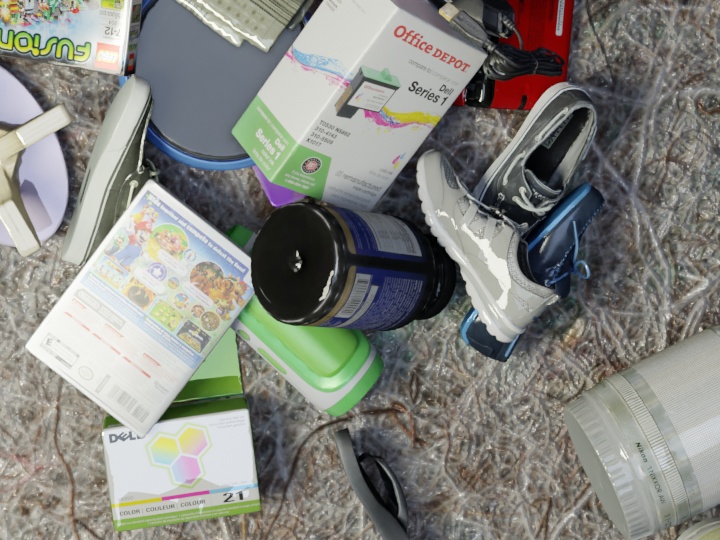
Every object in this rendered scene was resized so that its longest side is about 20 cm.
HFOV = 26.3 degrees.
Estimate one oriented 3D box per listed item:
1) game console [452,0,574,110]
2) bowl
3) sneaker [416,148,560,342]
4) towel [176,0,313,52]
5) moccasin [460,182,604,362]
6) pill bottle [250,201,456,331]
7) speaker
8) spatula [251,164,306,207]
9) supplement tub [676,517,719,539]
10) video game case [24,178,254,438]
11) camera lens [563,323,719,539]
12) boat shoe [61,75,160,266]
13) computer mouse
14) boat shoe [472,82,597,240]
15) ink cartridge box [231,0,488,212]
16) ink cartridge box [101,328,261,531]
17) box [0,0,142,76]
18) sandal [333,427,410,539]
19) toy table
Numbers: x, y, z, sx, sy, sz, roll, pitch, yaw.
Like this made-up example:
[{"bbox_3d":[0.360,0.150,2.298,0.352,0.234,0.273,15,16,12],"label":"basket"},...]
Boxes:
[{"bbox_3d":[0.113,-0.263,1.514,0.171,0.118,0.202,-2,101,-39],"label":"game console"},{"bbox_3d":[-0.134,-0.196,1.477,0.199,0.039,0.203,-1,97,-5],"label":"bowl"},{"bbox_3d":[0.123,-0.035,1.487,0.082,0.075,0.201,-32,83,17],"label":"sneaker"},{"bbox_3d":[-0.113,-0.325,1.443,0.199,0.035,0.193,35,80,1],"label":"towel"},{"bbox_3d":[0.182,0.004,1.539,0.068,0.080,0.200,38,106,-1],"label":"moccasin"},{"bbox_3d":[0.000,0.000,1.448,0.199,0.111,0.113,7,100,-51],"label":"pill bottle"},{"bbox_3d":[-0.072,0.049,1.502,0.200,0.088,0.088,44,91,-10],"label":"speaker"},{"bbox_3d":[-0.046,-0.036,1.525,0.056,0.021,0.201,-25,101,-2],"label":"spatula"},{"bbox_3d":[0.394,0.336,1.547,0.143,0.200,0.147,-1,99,-7],"label":"supplement tub"},{"bbox_3d":[-0.199,0.036,1.443,0.143,0.018,0.201,38,96,-4],"label":"video game case"},{"bbox_3d":[0.322,0.158,1.531,0.199,0.160,0.161,-25,101,-3],"label":"camera lens"},{"bbox_3d":[-0.225,-0.089,1.461,0.063,0.071,0.201,16,118,-18],"label":"boat shoe"},{"bbox_3d":[0.089,-0.237,1.391,0.200,0.140,0.046,50,118,13],"label":"computer mouse"},{"bbox_3d":[0.169,-0.086,1.506,0.071,0.068,0.201,26,108,-21],"label":"boat shoe"},{"bbox_3d":[0.001,-0.165,1.424,0.144,0.084,0.200,17,117,-49],"label":"ink cartridge box"},{"bbox_3d":[-0.182,0.139,1.505,0.146,0.076,0.202,-8,100,-6],"label":"ink cartridge box"},{"bbox_3d":[-0.300,-0.249,1.421,0.198,0.035,0.111,10,103,8],"label":"box"},{"bbox_3d":[0.028,0.235,1.553,0.043,0.076,0.201,-29,111,0],"label":"sandal"},{"bbox_3d":[-0.350,-0.107,1.428,0.184,0.117,0.200,-41,102,0],"label":"toy table"}]
